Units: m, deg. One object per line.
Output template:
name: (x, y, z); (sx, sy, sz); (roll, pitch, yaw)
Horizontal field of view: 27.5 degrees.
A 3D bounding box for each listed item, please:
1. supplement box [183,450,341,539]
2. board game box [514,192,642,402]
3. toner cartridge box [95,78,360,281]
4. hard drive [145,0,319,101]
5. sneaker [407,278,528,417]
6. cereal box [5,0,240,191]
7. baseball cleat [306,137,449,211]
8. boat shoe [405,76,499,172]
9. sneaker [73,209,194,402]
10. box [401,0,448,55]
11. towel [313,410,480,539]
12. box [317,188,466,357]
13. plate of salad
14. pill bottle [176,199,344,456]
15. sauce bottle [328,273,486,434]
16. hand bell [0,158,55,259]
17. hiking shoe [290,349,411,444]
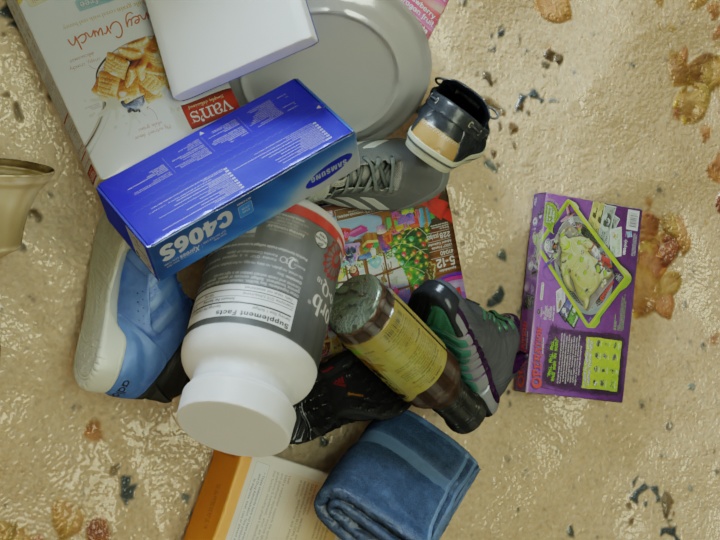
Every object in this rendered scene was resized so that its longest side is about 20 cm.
supplement box: (-0.052, 0.243, 1.339); (0.199, 0.073, 0.127); (23, 80, -24)
board game box: (0.222, 0.029, 1.495); (0.119, 0.032, 0.202); (9, 86, -28)
toner cartridge box: (-0.108, -0.078, 1.215); (0.199, 0.095, 0.043); (-30, 141, -17)
hard drive: (-0.124, -0.260, 1.232); (0.131, 0.025, 0.202); (-20, 79, 16)
sneaker: (0.106, 0.052, 1.383); (0.088, 0.074, 0.200); (-48, 145, -17)
cereal box: (-0.201, -0.183, 1.256); (0.143, 0.040, 0.201); (-24, 83, -24)
baseball cleat: (-0.016, -0.079, 1.306); (0.198, 0.107, 0.070); (0, 106, -3)
boat shoe: (0.089, -0.140, 1.348); (0.074, 0.200, 0.062); (34, 108, 3)
sneaker: (-0.175, 0.015, 1.281); (0.111, 0.077, 0.202); (17, 75, -32)
box: (-0.025, -0.274, 1.330); (0.200, 0.099, 0.096); (37, 67, -21)
towel: (0.036, 0.190, 1.319); (0.111, 0.200, 0.049); (36, 116, 6)
box: (0.000, 0.000, 1.382); (0.199, 0.039, 0.138); (-14, 97, -25)
plate of salad: (-0.036, -0.185, 1.308); (0.199, 0.200, 0.048); (23, 39, -24)
pill bottle: (-0.085, 0.044, 1.225); (0.115, 0.116, 0.201); (27, 55, -23)
sauce bottle: (0.047, 0.082, 1.312); (0.200, 0.064, 0.065); (46, 71, -37)
hand bell: (-0.312, 0.012, 1.219); (0.103, 0.104, 0.202); (1, 101, -25)
hiking shoe: (-0.033, 0.112, 1.345); (0.199, 0.100, 0.076); (-11, 87, -46)
